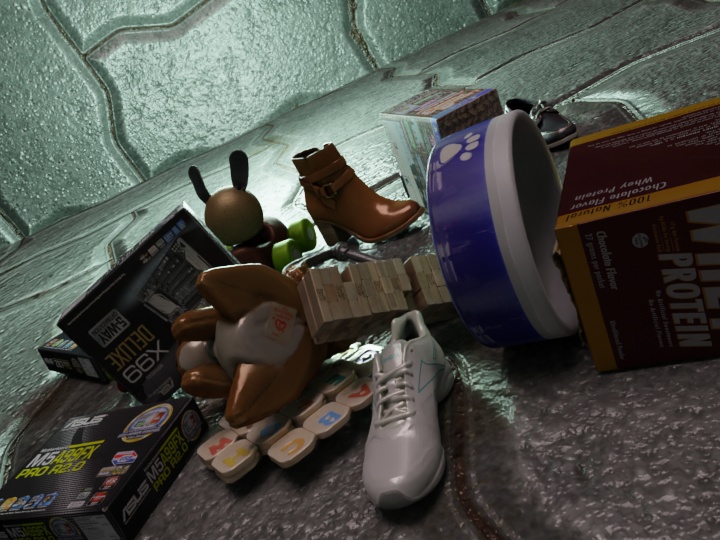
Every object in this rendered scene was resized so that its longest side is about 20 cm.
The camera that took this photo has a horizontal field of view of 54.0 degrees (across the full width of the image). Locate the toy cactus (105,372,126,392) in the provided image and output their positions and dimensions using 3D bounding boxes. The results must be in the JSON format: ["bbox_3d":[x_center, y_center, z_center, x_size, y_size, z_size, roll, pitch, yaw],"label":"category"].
[{"bbox_3d":[-0.260,0.066,0.908,0.197,0.166,0.103,-29,41,1],"label":"toy cactus"}]

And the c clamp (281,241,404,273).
[{"bbox_3d":[0.000,0.000,0.909,0.198,0.028,0.170,15,35,41],"label":"c clamp"}]

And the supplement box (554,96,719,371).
[{"bbox_3d":[0.281,-0.042,0.591,0.194,0.135,0.201,-13,23,26],"label":"supplement box"}]

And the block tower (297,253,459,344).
[{"bbox_3d":[0.036,0.023,0.684,0.196,0.059,0.054,-5,-25,-29],"label":"block tower"}]

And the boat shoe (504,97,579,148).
[{"bbox_3d":[0.286,-0.244,1.154,0.072,0.064,0.200,-25,21,-4],"label":"boat shoe"}]

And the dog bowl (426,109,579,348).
[{"bbox_3d":[0.136,-0.035,0.641,0.077,0.203,0.201,-14,23,28],"label":"dog bowl"}]

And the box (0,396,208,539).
[{"bbox_3d":[-0.277,0.210,0.734,0.196,0.045,0.161,-13,24,27],"label":"box"}]

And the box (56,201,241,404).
[{"bbox_3d":[-0.231,0.045,0.845,0.199,0.158,0.050,-41,21,-1],"label":"box"}]

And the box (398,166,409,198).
[{"bbox_3d":[0.160,-0.202,1.217,0.196,0.047,0.160,-22,21,8],"label":"box"}]

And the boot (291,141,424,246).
[{"bbox_3d":[-0.009,-0.125,1.066,0.197,0.158,0.077,-4,28,42],"label":"boot"}]

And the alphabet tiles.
[{"bbox_3d":[-0.066,0.131,0.697,0.198,0.015,0.195,-35,16,-24],"label":"alphabet tiles"}]

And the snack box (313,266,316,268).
[{"bbox_3d":[-0.102,0.056,0.912,0.114,0.038,0.201,-22,22,2],"label":"snack box"}]

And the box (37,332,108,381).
[{"bbox_3d":[-0.391,0.101,1.106,0.198,0.050,0.161,-2,28,45],"label":"box"}]

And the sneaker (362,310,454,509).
[{"bbox_3d":[0.032,0.109,0.588,0.069,0.081,0.201,-15,25,18],"label":"sneaker"}]

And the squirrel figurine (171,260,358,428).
[{"bbox_3d":[-0.102,0.073,0.741,0.197,0.144,0.186,-19,-7,-31],"label":"squirrel figurine"}]

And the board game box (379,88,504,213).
[{"bbox_3d":[0.129,-0.165,1.008,0.096,0.162,0.200,-28,22,-12],"label":"board game box"}]

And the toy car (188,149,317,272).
[{"bbox_3d":[-0.187,-0.083,1.101,0.161,0.203,0.158,-15,23,20],"label":"toy car"}]

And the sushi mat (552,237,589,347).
[{"bbox_3d":[0.209,-0.021,0.673,0.012,0.097,0.201,-13,24,27],"label":"sushi mat"}]
